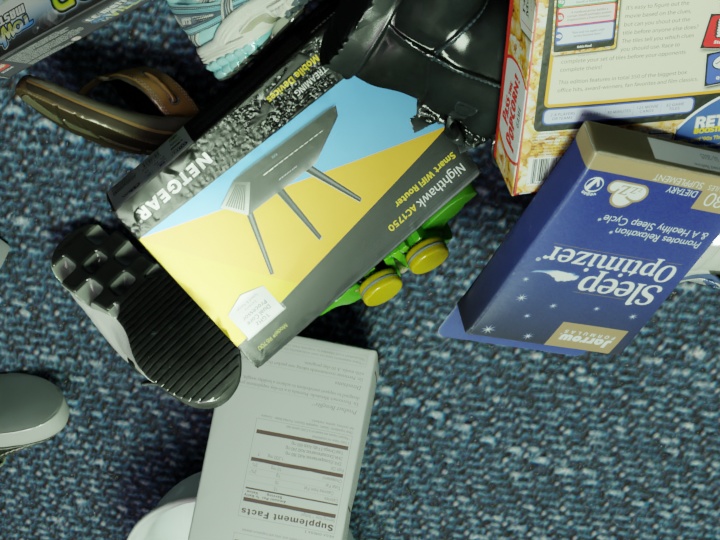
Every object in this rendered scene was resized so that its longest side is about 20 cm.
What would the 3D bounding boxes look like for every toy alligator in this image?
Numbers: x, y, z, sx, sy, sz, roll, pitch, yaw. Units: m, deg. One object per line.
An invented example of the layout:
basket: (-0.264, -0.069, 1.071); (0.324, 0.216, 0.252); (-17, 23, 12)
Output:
toy alligator: (0.000, 0.000, 1.199); (0.199, 0.059, 0.054); (-34, 158, 8)

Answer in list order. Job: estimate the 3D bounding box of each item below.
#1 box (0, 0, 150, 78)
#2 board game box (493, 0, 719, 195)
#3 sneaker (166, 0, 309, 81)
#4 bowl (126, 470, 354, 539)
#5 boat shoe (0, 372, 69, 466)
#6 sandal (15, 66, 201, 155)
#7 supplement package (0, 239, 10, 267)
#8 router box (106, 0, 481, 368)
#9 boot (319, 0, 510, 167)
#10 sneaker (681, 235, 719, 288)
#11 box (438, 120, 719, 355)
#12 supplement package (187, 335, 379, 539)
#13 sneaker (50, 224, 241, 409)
box: (-0.170, -0.209, 1.053); (0.199, 0.035, 0.111); (-22, 80, 27)
board game box: (0.163, -0.142, 0.993); (0.150, 0.046, 0.201); (-6, 131, -11)
sneaker: (-0.060, -0.196, 1.045); (0.086, 0.078, 0.200); (47, 135, -5)
bowl: (-0.086, 0.223, 1.396); (0.200, 0.091, 0.202); (6, 131, 7)
boat shoe: (-0.315, 0.130, 1.386); (0.199, 0.071, 0.064); (-5, 128, 26)
sandal: (-0.133, -0.107, 1.152); (0.199, 0.055, 0.082); (11, 173, -14)
supplement package: (-0.378, 0.031, 1.281); (0.117, 0.118, 0.200); (41, 126, -20)
router box: (-0.043, -0.058, 1.120); (0.200, 0.051, 0.149); (-41, 113, 1)
boot: (0.085, -0.160, 1.030); (0.162, 0.074, 0.199); (22, 126, -20)
sneaker: (0.237, -0.045, 1.126); (0.198, 0.081, 0.116); (9, 127, -5)
box: (0.144, -0.004, 1.068); (0.120, 0.033, 0.200); (8, 137, -26)
supplement package: (-0.057, 0.153, 1.246); (0.109, 0.201, 0.114); (10, 169, 3)
sneaker: (-0.140, 0.045, 1.230); (0.074, 0.200, 0.089); (-39, 139, -12)
